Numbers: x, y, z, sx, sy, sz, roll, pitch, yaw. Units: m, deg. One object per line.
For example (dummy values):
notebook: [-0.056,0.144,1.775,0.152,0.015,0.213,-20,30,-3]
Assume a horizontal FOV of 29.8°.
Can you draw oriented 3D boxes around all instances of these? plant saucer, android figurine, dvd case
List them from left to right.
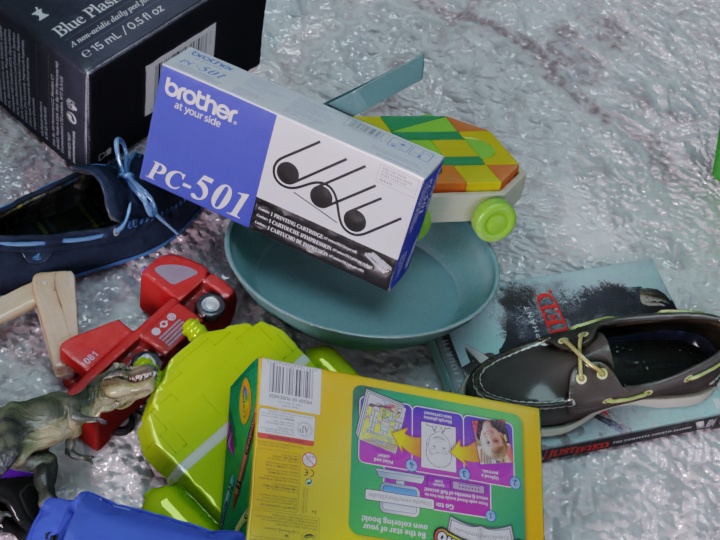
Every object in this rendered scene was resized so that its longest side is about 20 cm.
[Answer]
android figurine: [-0.061,0.117,0.877,0.200,0.041,0.182,45,56,4]
plant saucer: [-0.027,-0.114,1.003,0.070,0.200,0.019,-32,100,-31]
plant saucer: [0.000,0.000,0.979,0.199,0.036,0.200,6,35,-4]
dvd case: [0.154,0.066,0.996,0.199,0.022,0.147,-8,56,-16]

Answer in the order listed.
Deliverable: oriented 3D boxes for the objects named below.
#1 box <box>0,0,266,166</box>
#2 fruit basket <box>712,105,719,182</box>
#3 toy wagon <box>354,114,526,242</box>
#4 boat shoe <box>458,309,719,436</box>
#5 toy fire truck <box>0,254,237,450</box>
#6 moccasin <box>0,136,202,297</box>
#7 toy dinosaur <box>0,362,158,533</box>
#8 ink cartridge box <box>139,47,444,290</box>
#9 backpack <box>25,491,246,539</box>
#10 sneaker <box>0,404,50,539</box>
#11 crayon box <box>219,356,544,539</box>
box: [-0.211,-0.213,1.072,0.200,0.118,0.197,37,55,18]
fruit basket: [0.391,-0.109,1.065,0.215,0.216,0.155,41,56,19]
toy wagon: [0.023,-0.074,1.023,0.199,0.040,0.155,-2,32,-21]
boat shoe: [0.166,0.065,0.947,0.200,0.061,0.072,-8,55,-17]
toy fire truck: [-0.195,0.045,0.921,0.141,0.049,0.200,35,55,14]
moccasin: [-0.186,-0.042,0.976,0.080,0.068,0.200,42,55,20]
toy dinosaur: [-0.207,0.112,0.804,0.199,0.048,0.088,-13,56,-29]
ink cartridge box: [-0.050,-0.071,0.936,0.199,0.094,0.044,25,32,11]
backpack: [-0.138,0.233,0.721,0.162,0.168,0.201,12,55,6]
sneaker: [-0.285,0.139,0.819,0.199,0.070,0.100,-3,56,-13]
crayon box: [0.016,0.134,0.845,0.199,0.058,0.119,12,61,-19]
